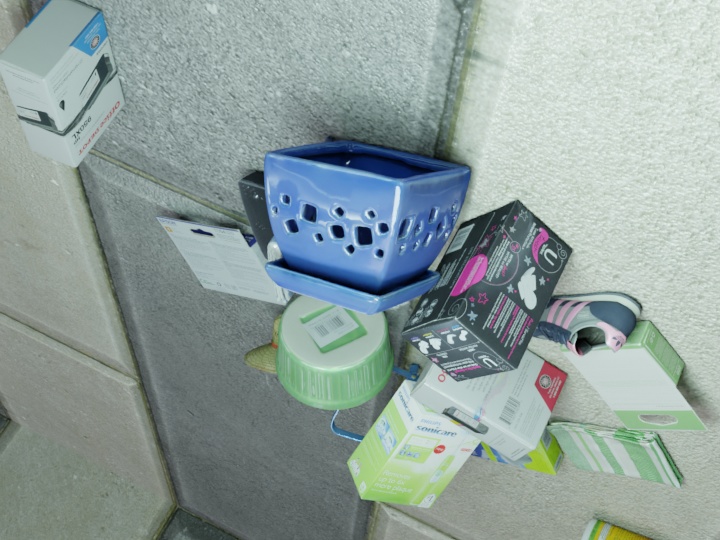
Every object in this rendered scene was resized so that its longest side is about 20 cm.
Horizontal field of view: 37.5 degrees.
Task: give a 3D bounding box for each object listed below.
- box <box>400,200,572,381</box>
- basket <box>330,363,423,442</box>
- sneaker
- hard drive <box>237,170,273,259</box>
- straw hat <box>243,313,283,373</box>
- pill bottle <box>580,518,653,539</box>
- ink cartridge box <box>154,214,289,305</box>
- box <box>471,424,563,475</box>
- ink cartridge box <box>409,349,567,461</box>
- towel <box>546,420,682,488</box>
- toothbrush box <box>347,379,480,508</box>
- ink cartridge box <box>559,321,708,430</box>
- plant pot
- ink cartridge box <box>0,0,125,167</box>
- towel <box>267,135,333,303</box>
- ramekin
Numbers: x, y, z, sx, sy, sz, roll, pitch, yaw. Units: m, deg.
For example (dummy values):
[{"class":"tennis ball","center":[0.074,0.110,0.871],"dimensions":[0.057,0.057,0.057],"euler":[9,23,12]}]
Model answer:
[{"class":"box","center":[0.166,0.031,1.393],"dimensions":[0.115,0.200,0.132],"euler":[40,150,-16]},{"class":"basket","center":[0.061,0.250,1.873],"dimensions":[0.200,0.139,0.176],"euler":[20,120,-3]},{"class":"sneaker","center":[0.293,0.083,1.482],"dimensions":[0.070,0.082,0.200],"euler":[42,150,-22]},{"class":"hard drive","center":[-0.111,-0.072,1.654],"dimensions":[0.135,0.042,0.200],"euler":[18,149,22]},{"class":"straw hat","center":[-0.109,0.116,1.898],"dimensions":[0.201,0.201,0.085],"euler":[10,107,33]},{"class":"pill bottle","center":[0.515,0.554,2.001],"dimensions":[0.200,0.111,0.111],"euler":[17,149,23]},{"class":"ink cartridge box","center":[-0.233,-0.029,1.839],"dimensions":[0.196,0.043,0.200],"euler":[11,144,33]},{"class":"box","center":[0.252,0.298,1.905],"dimensions":[0.200,0.048,0.122],"euler":[7,144,35]},{"class":"ink cartridge box","center":[0.201,0.180,1.658],"dimensions":[0.200,0.148,0.086],"euler":[32,152,0]},{"class":"towel","center":[0.427,0.308,1.782],"dimensions":[0.200,0.023,0.153],"euler":[1,141,42]},{"class":"toothbrush box","center":[0.094,0.288,1.746],"dimensions":[0.146,0.086,0.200],"euler":[16,119,-32]},{"class":"ink cartridge box","center":[0.401,0.155,1.535],"dimensions":[0.146,0.048,0.200],"euler":[-9,133,50]},{"class":"plant pot","center":[0.002,-0.056,1.344],"dimensions":[0.200,0.200,0.180],"euler":[16,107,27]},{"class":"ink cartridge box","center":[-0.424,-0.269,1.524],"dimensions":[0.084,0.145,0.200],"euler":[23,151,12]},{"class":"towel","center":[-0.077,-0.069,1.462],"dimensions":[0.024,0.200,0.147],"euler":[17,150,12]},{"class":"ramekin","center":[-0.044,0.120,1.746],"dimensions":[0.200,0.200,0.098],"euler":[20,143,18]}]
